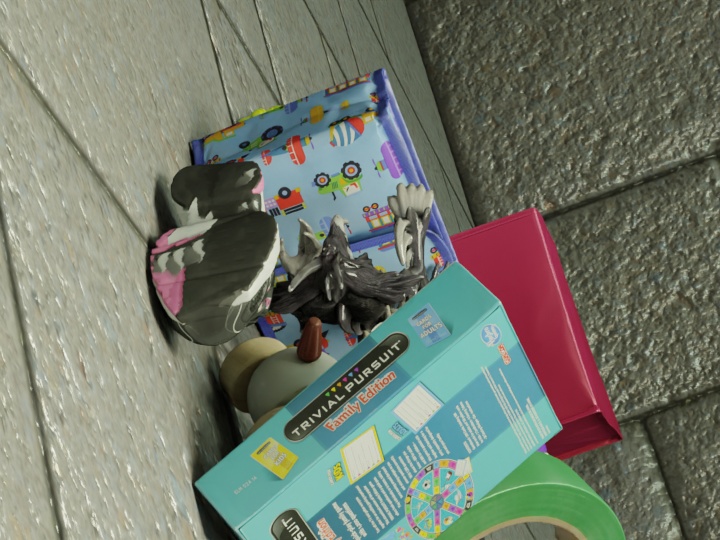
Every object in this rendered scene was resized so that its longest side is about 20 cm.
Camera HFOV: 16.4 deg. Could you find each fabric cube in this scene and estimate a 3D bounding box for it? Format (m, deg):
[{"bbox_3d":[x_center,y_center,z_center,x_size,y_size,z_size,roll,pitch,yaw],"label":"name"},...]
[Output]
[{"bbox_3d":[0.115,0.083,2.322,0.200,0.196,0.200,46,24,-74],"label":"fabric cube"}]

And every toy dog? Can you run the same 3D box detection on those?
[{"bbox_3d":[0.005,0.075,1.588,0.200,0.096,0.132,-7,44,-48],"label":"toy dog"}]

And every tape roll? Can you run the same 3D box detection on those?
[{"bbox_3d":[0.086,0.218,1.700,0.048,0.200,0.201,46,-14,50],"label":"tape roll"}]

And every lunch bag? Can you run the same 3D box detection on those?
[{"bbox_3d":[-0.016,-0.019,1.798,0.094,0.150,0.200,-94,162,-64],"label":"lunch bag"}]

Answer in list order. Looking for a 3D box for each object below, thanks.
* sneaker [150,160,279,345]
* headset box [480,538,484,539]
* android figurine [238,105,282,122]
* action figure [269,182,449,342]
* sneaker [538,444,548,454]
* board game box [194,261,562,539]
[{"bbox_3d":[-0.080,0.004,1.570,0.200,0.080,0.087,-81,161,-64],"label":"sneaker"},{"bbox_3d":[0.025,0.160,1.848,0.200,0.093,0.174,-90,159,-72],"label":"headset box"},{"bbox_3d":[-0.053,-0.055,2.070,0.200,0.041,0.182,64,9,-52],"label":"android figurine"},{"bbox_3d":[0.000,0.000,1.679,0.200,0.119,0.102,36,45,-68],"label":"action figure"},{"bbox_3d":[0.088,0.109,1.795,0.200,0.069,0.100,29,39,-82],"label":"sneaker"},{"bbox_3d":[0.015,0.108,1.479,0.047,0.200,0.151,44,-10,37],"label":"board game box"}]
